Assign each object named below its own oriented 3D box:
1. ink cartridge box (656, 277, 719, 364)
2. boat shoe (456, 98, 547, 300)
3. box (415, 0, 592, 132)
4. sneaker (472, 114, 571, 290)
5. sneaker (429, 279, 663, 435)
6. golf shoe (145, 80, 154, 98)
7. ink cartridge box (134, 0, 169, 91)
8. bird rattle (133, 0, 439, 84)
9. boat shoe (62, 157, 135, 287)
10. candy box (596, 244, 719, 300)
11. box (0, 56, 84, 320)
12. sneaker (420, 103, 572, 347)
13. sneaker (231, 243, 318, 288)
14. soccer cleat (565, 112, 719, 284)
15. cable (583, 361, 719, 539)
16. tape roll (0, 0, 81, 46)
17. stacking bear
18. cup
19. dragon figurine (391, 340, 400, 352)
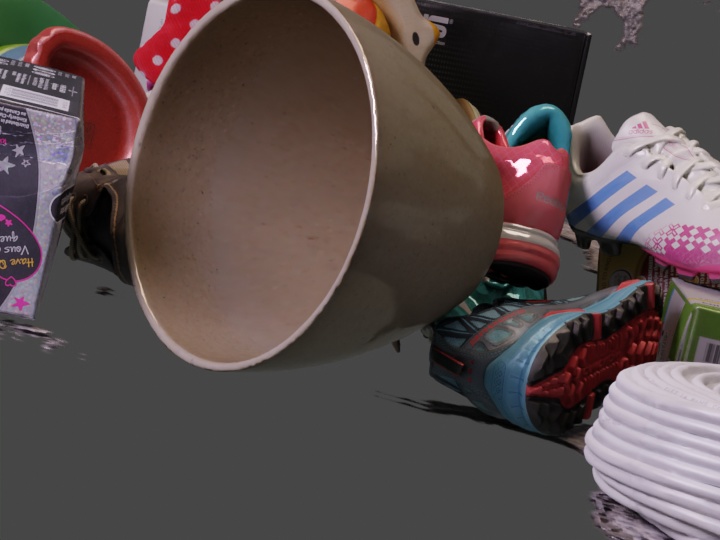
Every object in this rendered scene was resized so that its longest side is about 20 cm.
[{"bbox_3d":[0.244,0.054,1.593,0.147,0.076,0.200,13,10,-3],"label":"ink cartridge box"},{"bbox_3d":[0.076,-0.023,1.698,0.065,0.073,0.201,28,39,-32],"label":"boat shoe"},{"bbox_3d":[0.049,-0.082,1.793,0.199,0.194,0.047,8,10,-34],"label":"box"},{"bbox_3d":[0.051,-0.046,1.522,0.074,0.087,0.200,24,-7,-40],"label":"sneaker"},{"bbox_3d":[0.103,0.037,1.483,0.095,0.080,0.200,15,8,26],"label":"sneaker"},{"bbox_3d":[-0.101,-0.105,1.757,0.091,0.200,0.076,23,39,-18],"label":"golf shoe"},{"bbox_3d":[-0.046,-0.096,1.898,0.199,0.148,0.144,18,9,29],"label":"ink cartridge box"},{"bbox_3d":[-0.033,-0.127,1.669,0.200,0.164,0.113,36,-20,-19],"label":"bird rattle"},{"bbox_3d":[-0.142,-0.024,1.583,0.073,0.075,0.200,-6,9,-1],"label":"boat shoe"},{"bbox_3d":[0.259,0.017,1.675,0.199,0.057,0.117,-2,-13,25],"label":"candy box"},{"bbox_3d":[-0.221,-0.054,1.457,0.131,0.115,0.200,13,9,-8],"label":"box"},{"bbox_3d":[0.084,-0.019,1.582,0.077,0.080,0.201,19,47,-4],"label":"sneaker"},{"bbox_3d":[-0.070,-0.027,1.565,0.075,0.071,0.200,33,4,-30],"label":"sneaker"},{"bbox_3d":[0.188,-0.047,1.594,0.070,0.087,0.200,-20,20,-34],"label":"soccer cleat"},{"bbox_3d":[0.205,0.094,1.285,0.199,0.070,0.199,5,12,-45],"label":"cable"},{"bbox_3d":[-0.276,-0.146,1.887,0.199,0.048,0.201,17,-24,8],"label":"tape roll"},{"bbox_3d":[-0.241,-0.099,1.771,0.199,0.122,0.113,10,-3,45],"label":"stacking bear"},{"bbox_3d":[-0.009,-0.036,1.413,0.143,0.201,0.200,13,6,-41],"label":"cup"},{"bbox_3d":[0.000,0.000,1.631,0.099,0.059,0.200,7,9,-35],"label":"dragon figurine"}]
